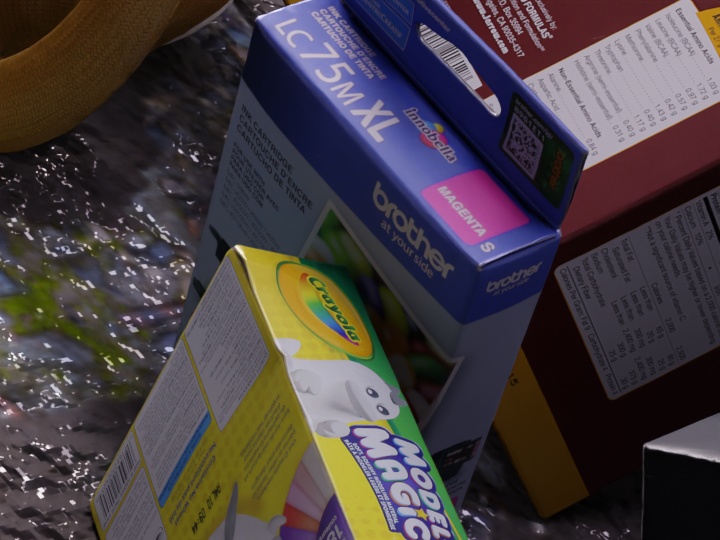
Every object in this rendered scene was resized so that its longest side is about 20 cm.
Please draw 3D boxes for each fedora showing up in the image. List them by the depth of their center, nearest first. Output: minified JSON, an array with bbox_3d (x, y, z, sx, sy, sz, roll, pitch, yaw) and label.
[{"bbox_3d":[-0.090,-0.134,1.062,0.082,0.201,0.201,14,33,-44],"label":"fedora"}]

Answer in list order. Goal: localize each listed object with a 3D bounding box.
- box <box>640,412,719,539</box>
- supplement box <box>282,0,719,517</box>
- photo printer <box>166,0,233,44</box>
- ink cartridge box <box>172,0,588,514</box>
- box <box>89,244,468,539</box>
[{"bbox_3d":[0.171,0.109,0.980,0.079,0.142,0.200,7,14,36],"label":"box"},{"bbox_3d":[0.102,-0.058,1.083,0.198,0.199,0.133,64,1,43],"label":"supplement box"},{"bbox_3d":[-0.129,-0.175,1.207,0.200,0.070,0.167,28,30,-8],"label":"photo printer"},{"bbox_3d":[0.000,0.000,0.941,0.042,0.200,0.119,-21,57,-34],"label":"ink cartridge box"},{"bbox_3d":[-0.016,0.101,0.859,0.048,0.118,0.200,11,37,-29],"label":"box"}]
